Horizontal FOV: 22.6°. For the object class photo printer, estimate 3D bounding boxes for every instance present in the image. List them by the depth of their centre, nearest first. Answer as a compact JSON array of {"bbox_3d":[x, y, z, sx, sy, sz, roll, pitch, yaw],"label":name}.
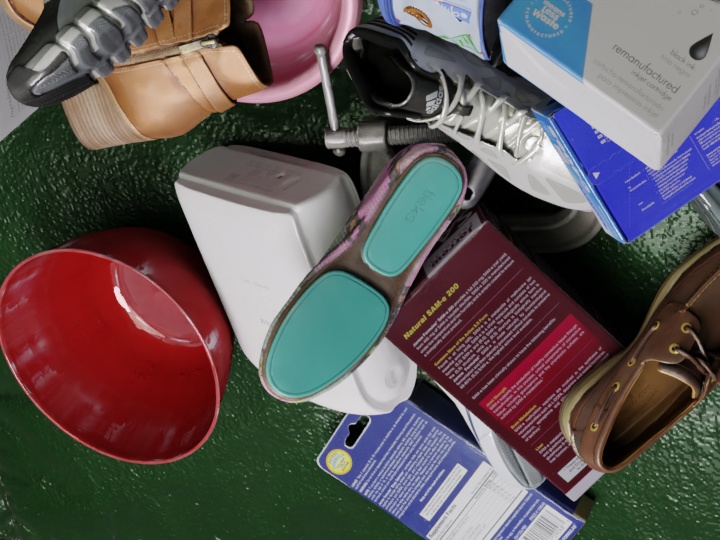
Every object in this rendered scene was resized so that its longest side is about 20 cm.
[{"bbox_3d":[-0.044,0.013,1.330,0.166,0.069,0.201,18,136,49],"label":"photo printer"}]

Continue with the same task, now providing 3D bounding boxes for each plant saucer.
[{"bbox_3d":[-0.084,-0.214,1.239,0.199,0.051,0.202,14,128,19],"label":"plant saucer"}]

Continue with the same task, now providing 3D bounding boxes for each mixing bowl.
[{"bbox_3d":[-0.175,0.042,1.428,0.199,0.108,0.201,15,127,20],"label":"mixing bowl"}]

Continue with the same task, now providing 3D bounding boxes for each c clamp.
[{"bbox_3d":[0.071,-0.074,1.239,0.199,0.027,0.172,3,129,10],"label":"c clamp"}]

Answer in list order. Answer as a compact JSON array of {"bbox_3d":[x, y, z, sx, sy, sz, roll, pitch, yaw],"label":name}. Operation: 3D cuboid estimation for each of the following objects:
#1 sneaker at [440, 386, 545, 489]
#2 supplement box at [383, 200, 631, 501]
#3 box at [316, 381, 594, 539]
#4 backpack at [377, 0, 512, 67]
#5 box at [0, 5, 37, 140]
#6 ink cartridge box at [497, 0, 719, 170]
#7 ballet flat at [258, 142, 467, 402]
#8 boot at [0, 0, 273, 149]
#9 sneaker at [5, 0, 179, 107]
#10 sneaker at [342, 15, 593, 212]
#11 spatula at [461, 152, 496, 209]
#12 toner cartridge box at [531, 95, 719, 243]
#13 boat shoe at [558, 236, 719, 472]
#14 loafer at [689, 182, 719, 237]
[{"bbox_3d":[0.086,0.073,1.345,0.071,0.073,0.201,7,127,53],"label":"sneaker"},{"bbox_3d":[0.114,0.056,1.259,0.109,0.061,0.200,-44,110,10],"label":"supplement box"},{"bbox_3d":[0.072,0.168,1.431,0.199,0.032,0.121,34,131,2],"label":"box"},{"bbox_3d":[0.069,-0.228,1.061,0.153,0.200,0.191,21,134,23],"label":"backpack"},{"bbox_3d":[-0.326,-0.154,1.312,0.151,0.200,0.107,10,126,22],"label":"box"},{"bbox_3d":[0.183,-0.173,1.016,0.116,0.200,0.068,37,173,16],"label":"ink cartridge box"},{"bbox_3d":[0.000,0.000,1.209,0.069,0.071,0.201,34,91,-15],"label":"ballet flat"},{"bbox_3d":[-0.156,-0.185,1.220,0.155,0.077,0.201,-15,103,28],"label":"boot"},{"bbox_3d":[-0.174,-0.204,1.164,0.116,0.200,0.075,45,170,10],"label":"sneaker"},{"bbox_3d":[0.069,-0.091,1.124,0.200,0.115,0.076,35,117,16],"label":"sneaker"},{"bbox_3d":[0.112,-0.123,1.176,0.056,0.021,0.201,30,115,2],"label":"spatula"},{"bbox_3d":[0.210,-0.112,1.075,0.199,0.043,0.095,-34,105,-1],"label":"toner cartridge box"},{"bbox_3d":[0.217,0.058,1.205,0.072,0.068,0.200,38,101,-18],"label":"boat shoe"},{"bbox_3d":[0.205,-0.105,1.143,0.063,0.072,0.200,-39,114,0],"label":"loafer"}]
